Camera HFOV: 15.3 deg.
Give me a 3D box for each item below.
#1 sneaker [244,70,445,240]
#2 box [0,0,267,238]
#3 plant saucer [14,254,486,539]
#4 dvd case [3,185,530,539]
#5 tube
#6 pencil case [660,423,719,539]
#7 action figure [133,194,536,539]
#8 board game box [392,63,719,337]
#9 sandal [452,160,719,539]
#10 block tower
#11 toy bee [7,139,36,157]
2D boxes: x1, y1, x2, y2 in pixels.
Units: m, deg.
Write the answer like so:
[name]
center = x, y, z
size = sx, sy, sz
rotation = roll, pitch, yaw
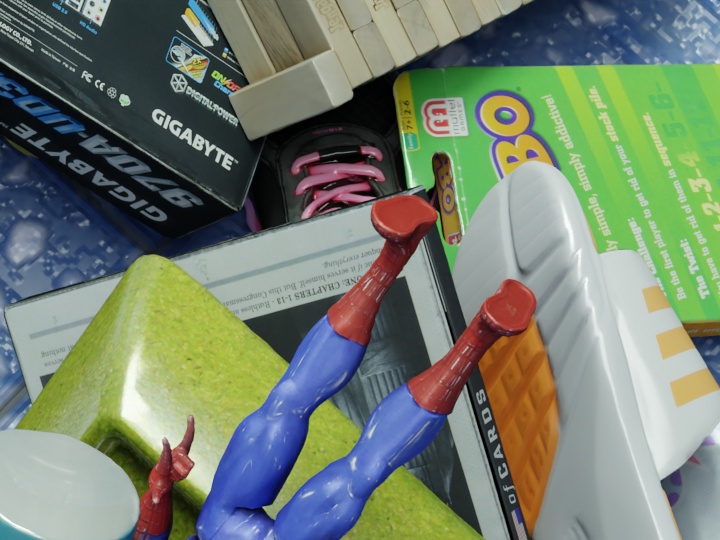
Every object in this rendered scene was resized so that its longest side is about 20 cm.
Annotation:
[sneaker]
center = 0.000, 0.000, 0.913
size = 0.078, 0.095, 0.201
rotation = -9, 73, -2
[box]
center = -0.104, -0.128, 0.892
size = 0.199, 0.046, 0.160
rotation = 32, 60, -27
[plant saucer]
center = -0.056, 0.133, 0.839
size = 0.200, 0.048, 0.200
rotation = 41, 111, 10
[dvd case]
center = -0.020, 0.088, 0.855
size = 0.150, 0.025, 0.201
rotation = -15, 94, 22
[tube]
center = -0.119, 0.140, 0.788
size = 0.077, 0.050, 0.201
rotation = 26, 118, 4
[pencil case]
center = 0.119, 0.147, 0.878
size = 0.090, 0.083, 0.201
rotation = 23, 68, -38
[action figure]
center = -0.029, 0.073, 0.768
size = 0.065, 0.052, 0.200
rotation = 38, 113, 7
[board game box]
center = 0.107, -0.024, 0.934
size = 0.199, 0.030, 0.096
rotation = -1, 72, -23
[sandal]
center = 0.086, 0.066, 0.847
size = 0.059, 0.079, 0.208
rotation = -8, 74, -33
[block tower]
center = 0.037, -0.112, 0.924
size = 0.200, 0.054, 0.058
rotation = -31, 97, -35
[toy bee]
center = -0.162, -0.094, 0.937
size = 0.199, 0.108, 0.132
rotation = -15, 87, -39
